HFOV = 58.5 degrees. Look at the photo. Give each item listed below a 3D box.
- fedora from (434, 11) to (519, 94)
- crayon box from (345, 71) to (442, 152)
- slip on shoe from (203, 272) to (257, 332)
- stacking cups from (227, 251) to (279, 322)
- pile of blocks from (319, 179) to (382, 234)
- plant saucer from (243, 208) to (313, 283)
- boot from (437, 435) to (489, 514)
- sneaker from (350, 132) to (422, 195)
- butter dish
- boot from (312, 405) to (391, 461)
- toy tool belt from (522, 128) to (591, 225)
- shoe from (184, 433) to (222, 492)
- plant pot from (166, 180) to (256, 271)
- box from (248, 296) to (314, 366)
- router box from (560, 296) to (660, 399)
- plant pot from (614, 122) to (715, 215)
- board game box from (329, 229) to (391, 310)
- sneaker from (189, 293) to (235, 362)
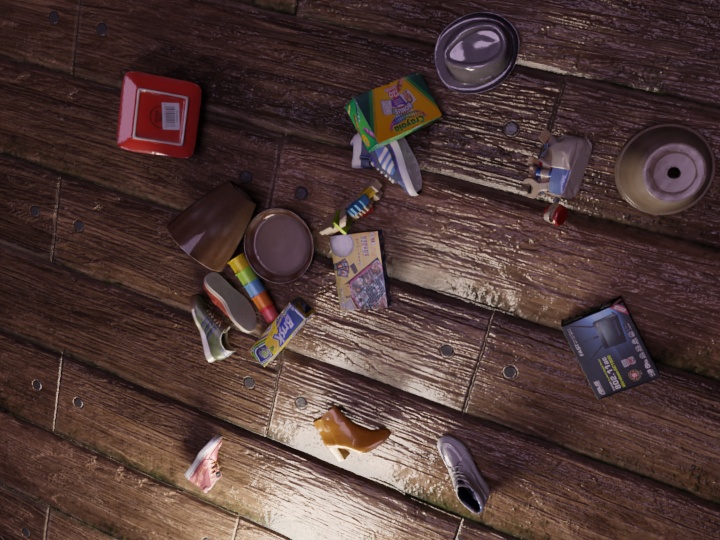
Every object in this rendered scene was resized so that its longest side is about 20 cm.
[{"bbox_3d":[0.256,-0.494,1.451,0.199,0.090,0.178,-5,99,19],"label":"fedora"},{"bbox_3d":[0.078,-0.368,1.488,0.119,0.200,0.058,62,153,-1],"label":"crayon box"},{"bbox_3d":[-0.364,0.092,1.795,0.200,0.074,0.061,47,145,-2],"label":"slip on shoe"},{"bbox_3d":[-0.285,0.047,1.758,0.060,0.060,0.200,-33,91,21],"label":"stacking cups"},{"bbox_3d":[-0.012,-0.142,1.618,0.200,0.082,0.062,-39,117,24],"label":"pile of blocks"},{"bbox_3d":[-0.215,-0.067,1.721,0.199,0.032,0.201,3,100,14],"label":"plant saucer"},{"bbox_3d":[0.261,0.523,1.649,0.073,0.096,0.200,-38,87,21],"label":"boot"},{"bbox_3d":[0.053,-0.259,1.581,0.146,0.081,0.201,-18,101,32],"label":"sneaker"},{"bbox_3d":[-0.539,-0.414,1.712,0.199,0.148,0.201,5,104,-24],"label":"butter dish"},{"bbox_3d":[-0.029,0.426,1.739,0.201,0.071,0.144,-29,93,26],"label":"boot"},{"bbox_3d":[0.430,-0.212,1.450,0.123,0.125,0.201,28,108,44],"label":"toy tool belt"},{"bbox_3d":[-0.442,0.574,1.911,0.091,0.071,0.200,39,115,6],"label":"shoe"},{"bbox_3d":[-0.375,-0.133,1.703,0.187,0.187,0.200,43,96,6],"label":"plant pot"},{"bbox_3d":[-0.214,0.166,1.750,0.064,0.070,0.200,42,111,4],"label":"box"},{"bbox_3d":[0.578,0.180,1.493,0.150,0.062,0.201,-27,91,22],"label":"router box"},{"bbox_3d":[0.641,-0.207,1.337,0.199,0.174,0.201,3,102,17],"label":"plant pot"},{"bbox_3d":[0.000,0.000,1.665,0.135,0.035,0.201,-4,99,19],"label":"board game box"},{"bbox_3d":[-0.411,0.156,1.822,0.090,0.067,0.201,-13,97,13],"label":"sneaker"}]
